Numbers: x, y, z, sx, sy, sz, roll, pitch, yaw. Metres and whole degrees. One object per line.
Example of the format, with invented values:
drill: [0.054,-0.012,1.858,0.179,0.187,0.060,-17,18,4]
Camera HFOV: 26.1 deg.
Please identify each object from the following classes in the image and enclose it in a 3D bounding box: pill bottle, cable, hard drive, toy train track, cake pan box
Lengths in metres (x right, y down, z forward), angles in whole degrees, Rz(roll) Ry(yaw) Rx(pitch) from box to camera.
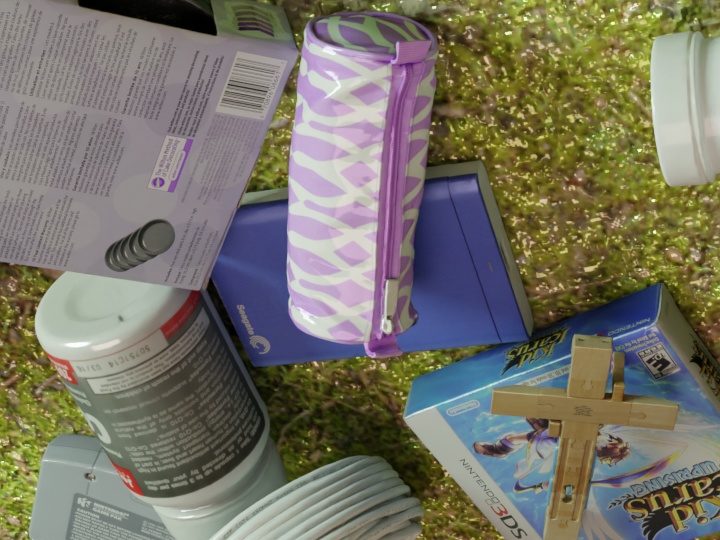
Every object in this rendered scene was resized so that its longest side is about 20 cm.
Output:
pill bottle: [-0.130,0.088,1.063,0.113,0.114,0.201,-8,126,22]
cable: [-0.047,0.210,1.093,0.069,0.199,0.200,52,150,17]
hard drive: [0.000,0.000,1.009,0.198,0.025,0.133,-7,127,22]
toy train track: [0.139,0.106,0.997,0.114,0.033,0.201,5,135,4]
pill bottle: [0.255,-0.093,0.797,0.198,0.112,0.113,-5,128,20]
cake pan box: [-0.151,-0.084,0.902,0.183,0.053,0.201,6,130,-24]

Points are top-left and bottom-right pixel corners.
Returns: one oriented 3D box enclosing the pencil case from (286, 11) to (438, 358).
pencil case: [0.001,-0.049,0.903,0.083,0.086,0.202,-9,119,-21]

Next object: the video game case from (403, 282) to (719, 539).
video game case: [0.160,0.117,1.047,0.199,0.046,0.182,-24,120,31]

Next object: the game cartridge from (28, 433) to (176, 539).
game cartridge: [-0.159,0.200,1.219,0.199,0.041,0.134,20,135,-1]
